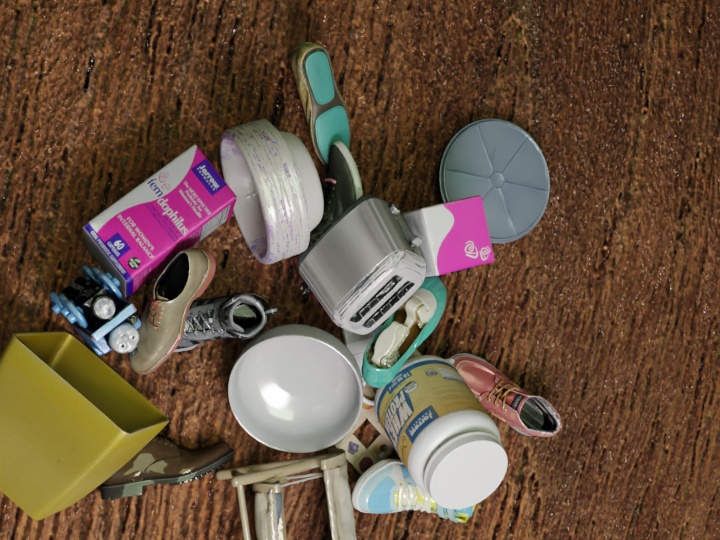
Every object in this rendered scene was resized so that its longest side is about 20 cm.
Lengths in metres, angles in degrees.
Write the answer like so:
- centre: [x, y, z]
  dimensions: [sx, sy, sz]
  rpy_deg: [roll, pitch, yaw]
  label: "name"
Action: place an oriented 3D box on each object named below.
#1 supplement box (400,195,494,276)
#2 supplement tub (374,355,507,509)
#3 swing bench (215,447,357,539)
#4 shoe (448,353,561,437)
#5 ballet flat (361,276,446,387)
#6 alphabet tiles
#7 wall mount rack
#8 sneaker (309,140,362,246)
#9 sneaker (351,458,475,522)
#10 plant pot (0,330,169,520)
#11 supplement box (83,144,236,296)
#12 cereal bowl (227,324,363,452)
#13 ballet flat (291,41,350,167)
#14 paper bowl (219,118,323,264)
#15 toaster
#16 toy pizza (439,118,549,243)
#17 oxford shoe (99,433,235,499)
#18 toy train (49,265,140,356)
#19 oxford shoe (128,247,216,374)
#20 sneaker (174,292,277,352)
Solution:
- centre: [0.109, -0.047, 1.750]
  dimensions: [0.100, 0.200, 0.105]
  rpy_deg: [-13, 90, -18]
  label: "supplement box"
- centre: [0.117, 0.234, 1.694]
  dimensions: [0.143, 0.200, 0.146]
  rpy_deg: [-12, 125, -17]
  label: "supplement tub"
- centre: [-0.093, 0.378, 1.693]
  dimensions: [0.197, 0.130, 0.202]
  rpy_deg: [-8, 89, -19]
  label: "swing bench"
- centre: [0.227, 0.196, 1.832]
  dimensions: [0.199, 0.091, 0.072]
  rpy_deg: [36, 76, -13]
  label: "shoe"
- centre: [0.068, 0.082, 1.705]
  dimensions: [0.067, 0.071, 0.201]
  rpy_deg: [30, 71, 15]
  label: "ballet flat"
- centre: [0.022, 0.194, 1.807]
  dimensions: [0.200, 0.008, 0.167]
  rpy_deg: [-45, 100, -16]
  label: "alphabet tiles"
- centre: [0.043, 0.102, 1.778]
  dimensions: [0.172, 0.074, 0.203]
  rpy_deg: [-13, 91, -21]
  label: "wall mount rack"
- centre: [-0.052, -0.091, 1.757]
  dimensions: [0.098, 0.071, 0.203]
  rpy_deg: [-9, 101, -22]
  label: "sneaker"
- centre: [0.094, 0.334, 1.729]
  dimensions: [0.198, 0.130, 0.081]
  rpy_deg: [-8, 108, -38]
  label: "sneaker"
- centre: [-0.407, 0.214, 1.552]
  dimensions: [0.199, 0.200, 0.177]
  rpy_deg: [39, 92, 6]
  label: "plant pot"
- centre: [-0.285, -0.071, 1.655]
  dimensions: [0.199, 0.103, 0.101]
  rpy_deg: [-40, 87, -18]
  label: "supplement box"
- centre: [-0.092, 0.163, 1.707]
  dimensions: [0.197, 0.084, 0.203]
  rpy_deg: [1, 116, 3]
  label: "cereal bowl"
- centre: [-0.062, -0.256, 1.769]
  dimensions: [0.070, 0.071, 0.202]
  rpy_deg: [-26, 125, -18]
  label: "ballet flat"
- centre: [-0.123, -0.119, 1.674]
  dimensions: [0.103, 0.200, 0.203]
  rpy_deg: [-20, 93, -17]
  label: "paper bowl"
- centre: [0.000, 0.000, 1.676]
  dimensions: [0.200, 0.130, 0.113]
  rpy_deg: [-43, 146, 14]
  label: "toaster"
- centre: [0.215, -0.144, 1.881]
  dimensions: [0.198, 0.032, 0.203]
  rpy_deg: [2, 85, -20]
  label: "toy pizza"
- centre: [-0.278, 0.267, 1.667]
  dimensions: [0.197, 0.073, 0.086]
  rpy_deg: [-9, 88, -19]
  label: "oxford shoe"
- centre: [-0.356, 0.060, 1.591]
  dimensions: [0.087, 0.199, 0.115]
  rpy_deg: [-41, 110, -17]
  label: "toy train"
- centre: [-0.279, 0.053, 1.621]
  dimensions: [0.070, 0.075, 0.202]
  rpy_deg: [29, 95, 20]
  label: "oxford shoe"
- centre: [-0.217, 0.071, 1.677]
  dimensions: [0.198, 0.114, 0.077]
  rpy_deg: [-11, 90, -19]
  label: "sneaker"
